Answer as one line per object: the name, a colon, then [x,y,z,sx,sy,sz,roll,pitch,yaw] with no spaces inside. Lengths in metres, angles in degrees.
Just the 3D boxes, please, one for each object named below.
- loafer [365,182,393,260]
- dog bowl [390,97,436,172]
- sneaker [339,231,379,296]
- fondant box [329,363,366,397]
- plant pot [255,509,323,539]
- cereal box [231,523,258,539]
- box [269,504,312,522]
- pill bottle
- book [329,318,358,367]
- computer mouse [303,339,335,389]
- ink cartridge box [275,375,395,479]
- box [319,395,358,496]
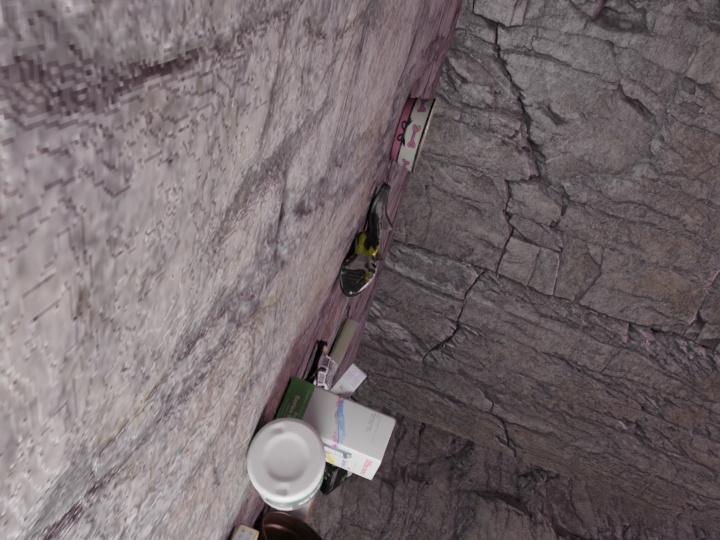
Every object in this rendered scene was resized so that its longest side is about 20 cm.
loafer: [0.052,-0.122,1.371,0.073,0.071,0.203,-59,166,-64]
dog bowl: [0.140,-0.371,1.449,0.200,0.072,0.204,18,89,-86]
sneaker: [0.000,0.000,1.208,0.201,0.073,0.086,-67,174,-48]
fondant box: [-0.065,0.371,1.603,0.201,0.058,0.144,-50,172,-7]
plant pot: [-0.174,0.647,1.130,0.175,0.199,0.200,-55,175,0]
cereal box: [-0.214,0.496,0.785,0.200,0.039,0.146,-55,164,-77]
box: [-0.153,0.526,1.305,0.125,0.096,0.202,-67,173,-45]
pill bottle: [-0.111,0.306,0.830,0.201,0.111,0.115,101,9,-62]
book: [-0.068,0.258,1.623,0.201,0.047,0.135,-64,175,-55]
computer mouse: [-0.093,0.226,1.211,0.200,0.043,0.112,79,25,-70]
ink cartridge box: [-0.048,0.287,0.972,0.146,0.197,0.089,103,8,-58]
box: [-0.058,0.470,1.459,0.198,0.148,0.126,-24,144,-39]
